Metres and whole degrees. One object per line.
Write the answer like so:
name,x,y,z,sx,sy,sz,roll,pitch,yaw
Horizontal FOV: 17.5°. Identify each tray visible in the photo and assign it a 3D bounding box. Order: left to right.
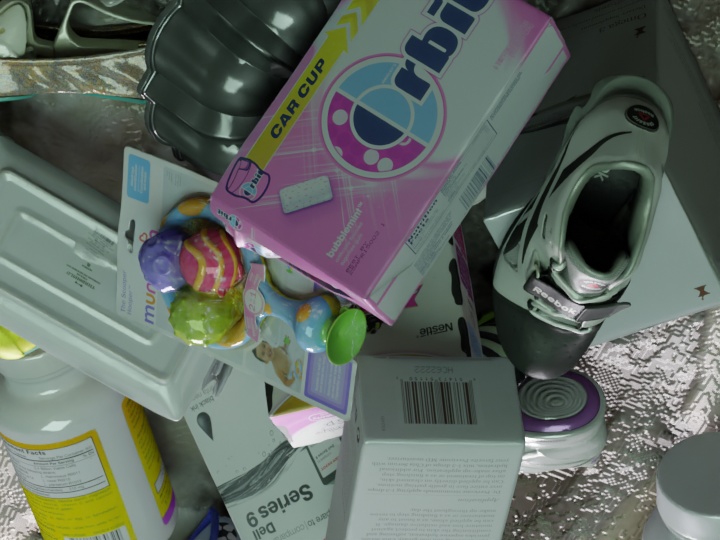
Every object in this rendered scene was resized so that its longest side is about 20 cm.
tray,-0.178,0.004,1.510,0.199,0.022,0.108,30,82,-3

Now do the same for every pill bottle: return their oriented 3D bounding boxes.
pill bottle,-0.205,0.117,1.686,0.103,0.105,0.201,-7,126,12
pill bottle,0.266,0.222,1.698,0.119,0.120,0.201,-2,127,9

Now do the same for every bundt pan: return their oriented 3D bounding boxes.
bundt pan,-0.033,-0.128,1.422,0.201,0.076,0.203,-31,146,-24

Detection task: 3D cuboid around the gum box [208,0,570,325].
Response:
gum box,0.015,-0.077,1.322,0.113,0.201,0.066,32,176,21

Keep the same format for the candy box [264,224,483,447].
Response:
candy box,0.000,0.000,1.502,0.135,0.201,0.061,-14,154,10

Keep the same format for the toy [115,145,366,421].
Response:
toy,-0.086,0.010,1.409,0.199,0.047,0.116,21,116,32

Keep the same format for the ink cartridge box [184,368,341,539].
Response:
ink cartridge box,-0.030,0.107,1.608,0.145,0.084,0.201,-29,83,26

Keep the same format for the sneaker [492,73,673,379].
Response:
sneaker,0.119,-0.006,1.309,0.074,0.089,0.201,14,126,-3

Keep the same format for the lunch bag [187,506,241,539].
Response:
lunch bag,-0.099,0.307,1.809,0.169,0.124,0.200,28,118,-15

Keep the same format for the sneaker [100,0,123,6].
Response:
sneaker,-0.211,-0.231,1.430,0.199,0.087,0.075,24,129,-9

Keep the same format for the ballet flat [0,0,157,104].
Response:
ballet flat,-0.199,-0.148,1.513,0.198,0.068,0.068,0,121,-4

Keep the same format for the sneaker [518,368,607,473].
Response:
sneaker,0.080,0.116,1.669,0.198,0.075,0.100,4,149,16

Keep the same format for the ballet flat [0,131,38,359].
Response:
ballet flat,-0.240,-0.041,1.550,0.067,0.067,0.202,-15,82,4

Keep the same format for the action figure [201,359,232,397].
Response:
action figure,-0.149,0.018,1.573,0.199,0.131,0.069,8,162,24

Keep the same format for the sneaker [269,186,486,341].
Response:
sneaker,0.022,-0.041,1.437,0.115,0.081,0.200,7,122,-55

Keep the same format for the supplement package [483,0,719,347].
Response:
supplement package,0.154,-0.065,1.440,0.116,0.201,0.118,-18,123,19

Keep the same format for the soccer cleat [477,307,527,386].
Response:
soccer cleat,0.081,0.069,1.575,0.199,0.081,0.068,-10,152,-42

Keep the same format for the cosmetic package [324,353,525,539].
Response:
cosmetic package,0.036,0.143,1.455,0.101,0.072,0.201,2,136,-8
